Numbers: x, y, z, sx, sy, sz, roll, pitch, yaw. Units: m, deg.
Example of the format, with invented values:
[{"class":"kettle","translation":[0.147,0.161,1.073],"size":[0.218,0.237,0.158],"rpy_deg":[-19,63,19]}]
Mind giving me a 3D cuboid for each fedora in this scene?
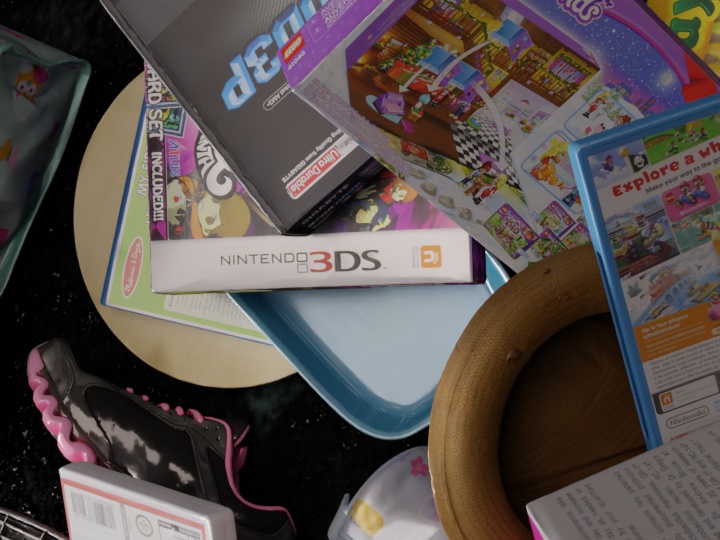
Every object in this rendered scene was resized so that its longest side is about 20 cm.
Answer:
[{"class":"fedora","translation":[0.105,0.077,0.949],"size":[0.082,0.200,0.202],"rpy_deg":[7,82,60]}]

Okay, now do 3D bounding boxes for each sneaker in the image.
[{"class":"sneaker","translation":[-0.111,0.105,1.079],"size":[0.095,0.079,0.200],"rpy_deg":[-38,69,-9]}]

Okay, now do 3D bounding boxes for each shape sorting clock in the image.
[{"class":"shape sorting clock","translation":[-0.073,-0.033,1.094],"size":[0.199,0.039,0.201],"rpy_deg":[-1,88,13]}]

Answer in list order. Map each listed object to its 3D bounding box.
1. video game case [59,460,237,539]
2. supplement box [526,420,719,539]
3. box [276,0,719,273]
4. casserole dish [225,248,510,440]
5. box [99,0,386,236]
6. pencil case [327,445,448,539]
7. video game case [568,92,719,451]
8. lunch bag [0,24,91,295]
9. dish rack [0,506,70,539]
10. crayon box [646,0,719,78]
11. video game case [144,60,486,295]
[{"class":"video game case","translation":[-0.102,0.209,1.004],"size":[0.143,0.017,0.201],"rpy_deg":[9,109,49]},{"class":"supplement box","translation":[0.191,0.131,0.863],"size":[0.199,0.102,0.103],"rpy_deg":[-22,33,-8]},{"class":"box","translation":[0.077,-0.087,0.903],"size":[0.137,0.200,0.039],"rpy_deg":[-42,36,15]},{"class":"casserole dish","translation":[0.000,0.000,1.036],"size":[0.121,0.039,0.200],"rpy_deg":[-46,78,8]},{"class":"box","translation":[-0.008,-0.140,0.953],"size":[0.200,0.046,0.159],"rpy_deg":[-40,80,12]},{"class":"pencil case","translation":[0.073,0.180,0.969],"size":[0.200,0.090,0.083],"rpy_deg":[43,138,25]},{"class":"video game case","translation":[0.191,0.014,0.908],"size":[0.142,0.018,0.201],"rpy_deg":[-18,104,-7]},{"class":"lunch bag","translation":[-0.281,-0.064,1.146],"size":[0.170,0.122,0.201],"rpy_deg":[25,100,22]},{"class":"dish rack","translation":[-0.220,0.240,1.104],"size":[0.153,0.055,0.201],"rpy_deg":[19,87,23]},{"class":"crayon box","translation":[0.234,-0.126,0.970],"size":[0.172,0.058,0.201],"rpy_deg":[8,85,24]},{"class":"video game case","translation":[-0.026,-0.089,1.002],"size":[0.180,0.036,0.201],"rpy_deg":[-1,89,17]}]
